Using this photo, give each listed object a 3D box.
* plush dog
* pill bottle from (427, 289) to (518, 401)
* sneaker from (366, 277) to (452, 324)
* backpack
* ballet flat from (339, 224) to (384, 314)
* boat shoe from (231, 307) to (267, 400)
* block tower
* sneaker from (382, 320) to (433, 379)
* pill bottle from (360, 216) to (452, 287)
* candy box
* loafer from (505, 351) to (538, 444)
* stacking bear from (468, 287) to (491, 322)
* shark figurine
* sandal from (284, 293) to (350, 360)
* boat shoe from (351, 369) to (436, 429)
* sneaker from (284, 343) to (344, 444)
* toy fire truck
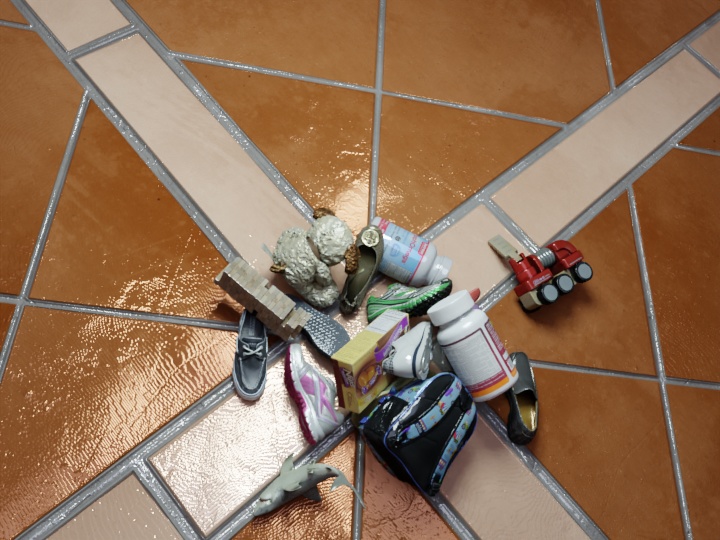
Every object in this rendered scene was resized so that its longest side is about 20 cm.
[{"bbox_3d":[-0.092,-0.043,1.356,0.171,0.160,0.201,-37,71,12],"label":"plush dog"},{"bbox_3d":[0.218,0.147,1.282,0.109,0.109,0.201,-30,92,-24],"label":"pill bottle"},{"bbox_3d":[0.102,0.055,1.394,0.199,0.078,0.086,-21,63,8],"label":"sneaker"},{"bbox_3d":[0.120,0.293,1.248,0.200,0.134,0.183,-47,114,-22],"label":"backpack"},{"bbox_3d":[0.000,0.000,1.386,0.067,0.046,0.201,21,100,5],"label":"ballet flat"},{"bbox_3d":[-0.218,0.156,1.307,0.071,0.068,0.201,6,62,-10],"label":"boat shoe"},{"bbox_3d":[-0.197,0.057,1.304,0.200,0.058,0.054,38,46,0],"label":"block tower"},{"bbox_3d":[0.101,0.150,1.285,0.080,0.200,0.077,-4,103,17],"label":"sneaker"},{"bbox_3d":[0.099,-0.031,1.450,0.199,0.109,0.109,26,61,1],"label":"pill bottle"},{"bbox_3d":[0.027,0.176,1.292,0.056,0.118,0.200,12,32,35],"label":"candy box"},{"bbox_3d":[0.349,0.262,1.378,0.072,0.072,0.201,5,62,-9],"label":"loafer"},{"bbox_3d":[0.246,0.156,1.390,0.121,0.114,0.201,-32,84,20],"label":"stacking bear"},{"bbox_3d":[-0.082,0.399,1.199,0.090,0.213,0.128,60,26,-21],"label":"shark figurine"},{"bbox_3d":[-0.097,0.122,1.373,0.200,0.043,0.076,39,55,19],"label":"sandal"},{"bbox_3d":[0.064,0.258,1.329,0.200,0.063,0.074,-30,110,-19],"label":"boat shoe"},{"bbox_3d":[-0.093,0.237,1.294,0.088,0.081,0.201,-15,76,-21],"label":"sneaker"},{"bbox_3d":[0.408,-0.022,1.522,0.175,0.129,0.201,-27,82,-24],"label":"toy fire truck"}]
